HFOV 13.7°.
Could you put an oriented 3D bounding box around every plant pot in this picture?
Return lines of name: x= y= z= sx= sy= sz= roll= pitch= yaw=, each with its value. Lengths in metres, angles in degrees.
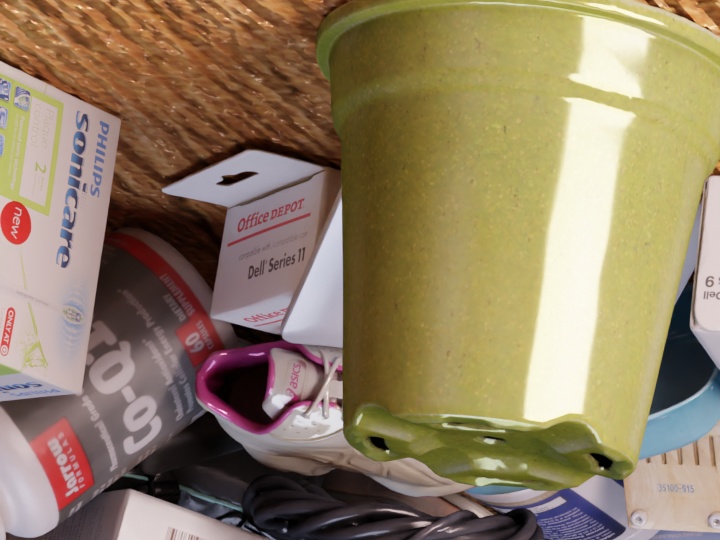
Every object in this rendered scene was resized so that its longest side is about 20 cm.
plant pot: x=0.066 y=-0.006 z=1.327 sx=0.199 sy=0.185 sz=0.200 roll=7 pitch=164 yaw=2

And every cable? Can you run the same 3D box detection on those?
cable: x=0.016 y=0.140 z=1.652 sx=0.162 sy=0.051 sz=0.200 roll=16 pitch=172 yaw=-3

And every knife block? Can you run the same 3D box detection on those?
knife block: x=0.204 y=0.070 z=1.777 sx=0.064 sy=0.201 sz=0.176 roll=1 pitch=-152 yaw=19

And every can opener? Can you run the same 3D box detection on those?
can opener: x=-0.051 y=0.065 z=1.765 sx=0.199 sy=0.053 sz=0.067 roll=-18 pitch=136 yaw=-27

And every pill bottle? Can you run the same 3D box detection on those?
pill bottle: x=0.124 y=0.108 z=1.823 sx=0.111 sy=0.112 sz=0.200 roll=-1 pitch=162 yaw=26
pill bottle: x=-0.173 y=0.075 z=1.652 sx=0.114 sy=0.200 sz=0.114 roll=41 pitch=154 yaw=25

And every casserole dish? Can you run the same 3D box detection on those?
casserole dish: x=0.124 y=0.069 z=1.635 sx=0.199 sy=0.121 sz=0.039 roll=-16 pitch=120 yaw=23

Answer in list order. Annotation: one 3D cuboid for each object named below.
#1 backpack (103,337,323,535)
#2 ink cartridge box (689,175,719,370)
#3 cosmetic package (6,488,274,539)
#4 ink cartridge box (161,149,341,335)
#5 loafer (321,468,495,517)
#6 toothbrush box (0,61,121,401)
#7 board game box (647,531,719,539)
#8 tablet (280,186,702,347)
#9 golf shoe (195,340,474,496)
backpack: x=-0.130 y=0.113 z=1.878 sx=0.175 sy=0.154 sz=0.200 roll=18 pitch=152 yaw=-28
ink cartridge box: x=0.258 y=0.023 z=1.516 sx=0.145 sy=0.084 sz=0.200 roll=2 pitch=163 yaw=18
cosmetic package: x=-0.143 y=0.178 z=1.726 sx=0.101 sy=0.072 sz=0.200 roll=22 pitch=163 yaw=-25
ink cartridge box: x=0.000 y=0.000 z=1.586 sx=0.199 sy=0.068 sz=0.117 roll=16 pitch=163 yaw=-26
loafer: x=0.019 y=0.154 z=1.839 sx=0.072 sy=0.063 sz=0.200 roll=38 pitch=170 yaw=-29
toothbrush box: x=-0.219 y=-0.033 z=1.434 sx=0.086 sy=0.146 sz=0.200 roll=-6 pitch=158 yaw=38
board game box: x=0.187 y=0.190 z=1.917 sx=0.037 sy=0.201 sz=0.151 roll=19 pitch=161 yaw=-39
tablet: x=0.070 y=0.001 z=1.512 sx=0.199 sy=0.014 sz=0.130 roll=6 pitch=133 yaw=-21
golf shoe: x=0.000 y=0.075 z=1.597 sx=0.199 sy=0.076 sz=0.091 roll=-1 pitch=161 yaw=32
